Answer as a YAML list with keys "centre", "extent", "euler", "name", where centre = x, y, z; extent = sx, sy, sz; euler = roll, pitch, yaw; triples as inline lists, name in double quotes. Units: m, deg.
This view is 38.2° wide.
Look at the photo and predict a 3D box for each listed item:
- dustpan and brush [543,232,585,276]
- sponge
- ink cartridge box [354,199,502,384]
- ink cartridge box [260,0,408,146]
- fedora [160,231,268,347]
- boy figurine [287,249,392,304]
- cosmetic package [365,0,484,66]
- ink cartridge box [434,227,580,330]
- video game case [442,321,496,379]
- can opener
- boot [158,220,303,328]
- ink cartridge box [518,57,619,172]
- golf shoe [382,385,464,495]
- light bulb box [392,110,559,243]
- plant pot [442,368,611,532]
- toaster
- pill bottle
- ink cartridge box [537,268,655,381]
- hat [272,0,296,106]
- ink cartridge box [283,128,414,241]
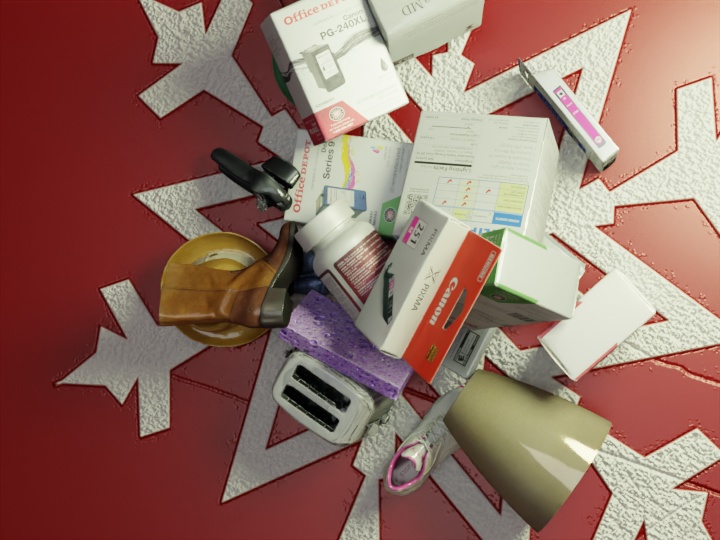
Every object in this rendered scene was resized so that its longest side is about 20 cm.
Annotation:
- centre: [0.223, 0.032, 1.562]
  extent: [0.139, 0.057, 0.201]
  euler: [41, 105, 18]
  name: "dustpan and brush"
- centre: [-0.013, 0.109, 1.539]
  extent: [0.199, 0.112, 0.030]
  euler: [28, 124, 10]
  name: "sponge"
- centre: [0.084, 0.024, 1.369]
  extent: [0.043, 0.173, 0.201]
  euler: [24, 98, -29]
  name: "ink cartridge box"
- centre: [-0.039, -0.306, 1.525]
  extent: [0.144, 0.083, 0.202]
  euler: [-26, 98, -11]
  name: "ink cartridge box"
- centre: [-0.221, 0.039, 1.616]
  extent: [0.198, 0.082, 0.203]
  euler: [1, 105, 5]
  name: "fedora"
- centre: [-0.026, 0.006, 1.610]
  extent: [0.198, 0.064, 0.126]
  euler: [-2, 96, 15]
  name: "boy figurine"
- centre: [0.073, -0.444, 1.556]
  extent: [0.164, 0.165, 0.202]
  euler: [-26, 83, 1]
  name: "cosmetic package"
- centre: [0.174, 0.017, 1.415]
  extent: [0.145, 0.199, 0.085]
  euler: [22, 71, -31]
  name: "ink cartridge box"
- centre: [0.136, 0.035, 1.573]
  extent: [0.181, 0.023, 0.202]
  euler: [29, 93, 31]
  name: "video game case"
- centre: [-0.167, -0.143, 1.616]
  extent: [0.079, 0.064, 0.199]
  euler: [-42, 41, -21]
  name: "can opener"
- centre: [-0.190, 0.005, 1.549]
  extent: [0.198, 0.069, 0.190]
  euler: [1, 62, 14]
  name: "boot"
- centre: [0.308, -0.238, 1.544]
  extent: [0.037, 0.095, 0.200]
  euler: [-40, 81, 6]
  name: "ink cartridge box"
- centre: [0.106, 0.260, 1.561]
  extent: [0.075, 0.091, 0.201]
  euler: [37, 93, 11]
  name: "golf shoe"
- centre: [0.171, -0.111, 1.509]
  extent: [0.196, 0.125, 0.202]
  euler: [7, 73, 23]
  name: "light bulb box"
- centre: [0.225, 0.236, 1.492]
  extent: [0.199, 0.187, 0.188]
  euler: [35, 94, 11]
  name: "plant pot"
- centre: [-0.048, 0.178, 1.568]
  extent: [0.199, 0.129, 0.114]
  euler: [35, 103, 10]
  name: "toaster"
- centre: [0.000, 0.000, 1.513]
  extent: [0.109, 0.110, 0.201]
  euler: [-38, 90, 7]
  name: "pill bottle"
- centre: [0.332, 0.079, 1.471]
  extent: [0.147, 0.200, 0.086]
  euler: [-43, 80, 6]
  name: "ink cartridge box"
- centre: [-0.077, -0.364, 1.663]
  extent: [0.164, 0.176, 0.202]
  euler: [0, 107, -17]
  name: "hat"
- centre: [-0.007, -0.130, 1.604]
  extent: [0.198, 0.087, 0.147]
  euler: [10, 89, 14]
  name: "ink cartridge box"
